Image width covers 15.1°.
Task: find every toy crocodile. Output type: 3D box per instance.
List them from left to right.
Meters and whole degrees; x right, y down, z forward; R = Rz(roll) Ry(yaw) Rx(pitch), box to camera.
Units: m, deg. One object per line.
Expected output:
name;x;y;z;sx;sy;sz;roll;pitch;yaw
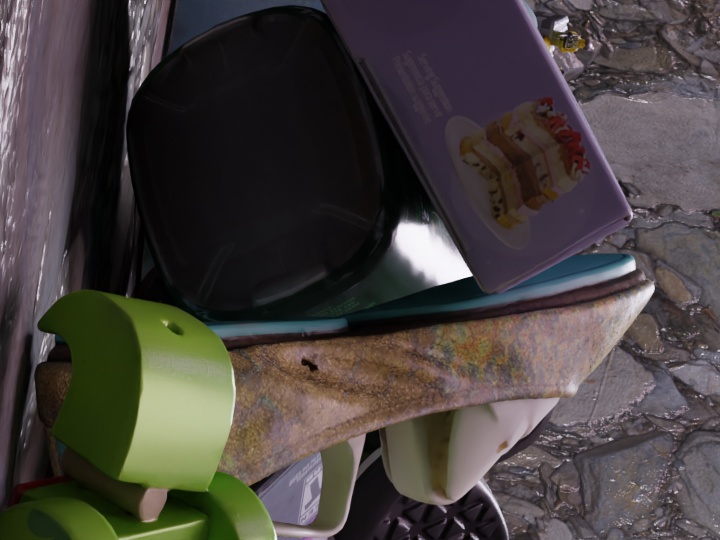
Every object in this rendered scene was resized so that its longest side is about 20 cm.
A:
toy crocodile;-0.069;0.104;0.651;0.067;0.062;0.201;-7;114;-49

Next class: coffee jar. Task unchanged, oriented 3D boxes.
coffee jar;0.000;0.000;0.907;0.200;0.085;0.105;46;24;-60

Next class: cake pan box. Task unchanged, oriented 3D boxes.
cake pan box;0.007;-0.101;0.785;0.201;0.052;0.184;61;3;-6

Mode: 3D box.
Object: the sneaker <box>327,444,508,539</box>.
sneaker;-0.001;0.101;0.918;0.083;0.072;0.200;50;-19;27

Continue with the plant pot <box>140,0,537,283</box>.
plant pot;-0.004;-0.065;1.062;0.200;0.134;0.201;9;90;-90

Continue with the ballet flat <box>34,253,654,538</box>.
ballet flat;0.001;0.037;0.744;0.071;0.199;0.071;13;-73;50

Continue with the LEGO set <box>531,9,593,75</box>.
LEGO set;0.044;-0.128;1.203;0.154;0.115;0.201;-10;111;-75

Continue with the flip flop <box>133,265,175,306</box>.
flip flop;-0.064;0.092;0.986;0.058;0.081;0.201;-175;-91;-75

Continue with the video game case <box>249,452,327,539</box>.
video game case;-0.061;0.143;0.805;0.143;0.019;0.201;-43;153;-39
